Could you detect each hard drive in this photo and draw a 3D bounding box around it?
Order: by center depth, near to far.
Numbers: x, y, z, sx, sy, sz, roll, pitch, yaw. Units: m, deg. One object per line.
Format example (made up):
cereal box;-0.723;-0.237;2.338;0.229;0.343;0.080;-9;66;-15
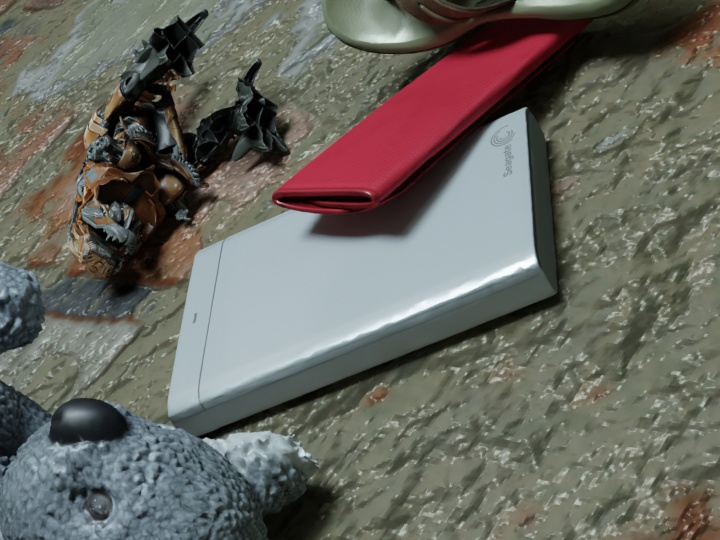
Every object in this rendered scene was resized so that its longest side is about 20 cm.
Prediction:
hard drive;0.000;0.000;0.839;0.198;0.027;0.133;-22;34;19

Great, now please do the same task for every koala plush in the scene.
koala plush;-0.126;0.108;0.720;0.198;0.185;0.178;4;32;17

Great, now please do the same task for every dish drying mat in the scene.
dish drying mat;0.043;-0.086;0.883;0.076;0.018;0.200;3;36;45

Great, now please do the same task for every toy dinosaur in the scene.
toy dinosaur;-0.129;-0.085;1.017;0.135;0.102;0.201;-36;50;29

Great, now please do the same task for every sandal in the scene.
sandal;0.059;-0.164;0.893;0.199;0.081;0.057;-5;-2;36
